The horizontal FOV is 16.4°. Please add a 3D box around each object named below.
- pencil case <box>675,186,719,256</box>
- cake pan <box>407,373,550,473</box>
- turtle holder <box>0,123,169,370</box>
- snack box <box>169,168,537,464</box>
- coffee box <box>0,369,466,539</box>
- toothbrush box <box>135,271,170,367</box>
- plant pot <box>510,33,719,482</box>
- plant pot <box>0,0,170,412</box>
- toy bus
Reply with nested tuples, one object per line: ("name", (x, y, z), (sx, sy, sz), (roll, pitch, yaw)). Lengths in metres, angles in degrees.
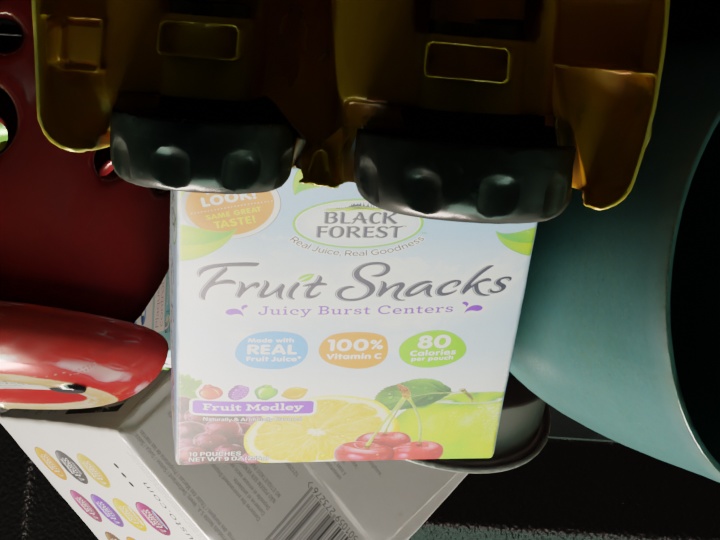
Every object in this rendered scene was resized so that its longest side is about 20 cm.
("pencil case", (0.171, -0.037, 1.241), (0.199, 0.087, 0.083), (1, -146, 12))
("cake pan", (0.024, 0.036, 1.406), (0.200, 0.037, 0.200), (21, -152, -11))
("turtle holder", (-0.172, -0.022, 1.326), (0.131, 0.142, 0.186), (3, 173, 11))
("snack box", (-0.007, 0.005, 1.018), (0.142, 0.053, 0.200), (-1, 142, -6))
("coffee box", (-0.077, 0.105, 1.646), (0.200, 0.200, 0.198), (53, 155, -20))
("toothbrush box", (-0.041, -0.029, 1.198), (0.085, 0.147, 0.200), (7, 172, -20))
("plant pot", (0.139, -0.013, 1.110), (0.200, 0.201, 0.161), (12, 180, -45))
("plant pot", (-0.168, -0.038, 1.081), (0.200, 0.183, 0.200), (4, 170, 1))
("toy bus", (0.005, -0.096, 0.851), (0.199, 0.136, 0.192), (5, -172, 6))
